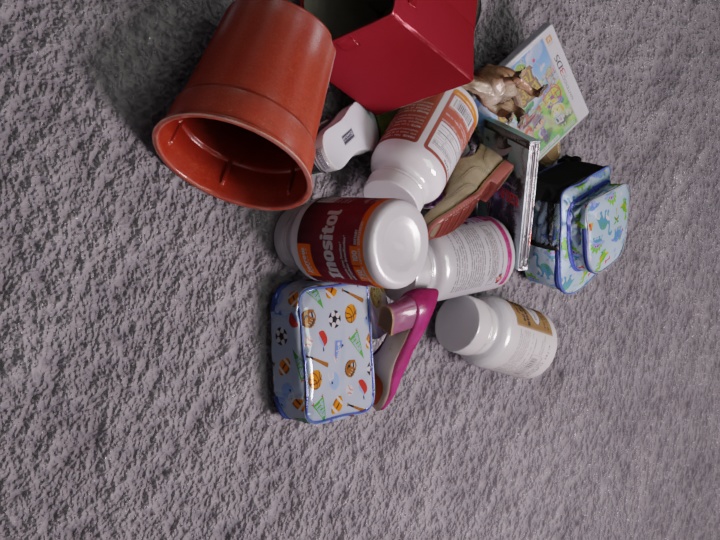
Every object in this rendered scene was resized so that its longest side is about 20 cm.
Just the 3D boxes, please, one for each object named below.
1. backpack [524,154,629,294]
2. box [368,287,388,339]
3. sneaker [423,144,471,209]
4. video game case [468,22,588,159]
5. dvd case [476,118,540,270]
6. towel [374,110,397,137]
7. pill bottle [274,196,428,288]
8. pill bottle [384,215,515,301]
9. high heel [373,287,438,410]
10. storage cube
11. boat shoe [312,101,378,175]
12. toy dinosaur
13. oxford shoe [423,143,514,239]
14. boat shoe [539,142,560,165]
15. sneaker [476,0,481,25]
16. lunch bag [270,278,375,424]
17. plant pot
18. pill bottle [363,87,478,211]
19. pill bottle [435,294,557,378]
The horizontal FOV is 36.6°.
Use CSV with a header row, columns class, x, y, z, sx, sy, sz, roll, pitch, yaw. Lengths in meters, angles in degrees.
class,x,y,z,sx,sy,sz,roll,pitch,yaw
backpack,0.356,-0.066,1.821,0.182,0.146,0.202,-28,127,-43
box,0.000,0.000,1.553,0.041,0.038,0.202,-31,114,-40
sneaker,0.115,-0.106,1.642,0.200,0.072,0.115,-35,120,-38
video game case,0.268,-0.263,1.750,0.200,0.022,0.183,-43,125,-13
dvd case,0.223,-0.119,1.673,0.022,0.146,0.202,-5,113,-21
towel,0.088,-0.246,1.638,0.199,0.023,0.145,-36,118,-37
pill bottle,-0.018,-0.038,1.418,0.112,0.199,0.114,-4,96,-44
pill bottle,0.125,-0.015,1.622,0.198,0.113,0.115,-10,100,-39
high heel,0.063,0.116,1.560,0.095,0.067,0.201,-19,139,-33
storage cube,0.039,-0.338,1.447,0.179,0.199,0.173,29,58,-44
boat shoe,-0.035,-0.175,1.488,0.072,0.067,0.200,66,29,-16
toy dinosaur,0.194,-0.283,1.633,0.199,0.135,0.087,2,118,-61
oxford shoe,0.140,-0.115,1.579,0.075,0.071,0.200,43,51,9
boat shoe,0.305,-0.269,1.825,0.071,0.064,0.202,-38,119,-37
sneaker,0.139,-0.378,1.608,0.076,0.114,0.199,50,51,-1
lunch bag,-0.047,0.111,1.491,0.159,0.075,0.203,-7,97,-48
plant pot,-0.125,-0.209,1.316,0.200,0.199,0.197,38,59,-40
pill bottle,0.081,-0.167,1.529,0.113,0.111,0.201,54,51,-33
pill bottle,0.213,0.100,1.723,0.199,0.114,0.116,18,80,-45
